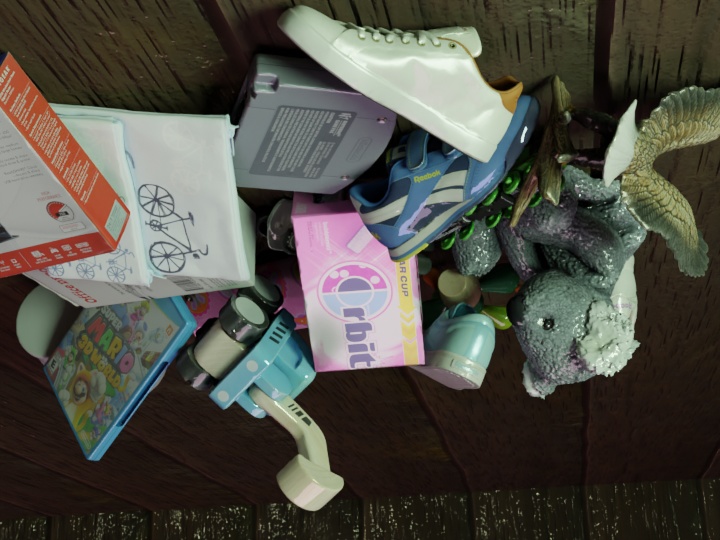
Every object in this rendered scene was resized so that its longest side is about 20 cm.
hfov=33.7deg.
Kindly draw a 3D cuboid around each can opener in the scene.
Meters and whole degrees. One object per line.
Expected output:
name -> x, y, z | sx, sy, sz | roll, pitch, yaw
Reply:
can opener -> -0.016, -0.037, 1.250 | 0.199, 0.054, 0.067 | 10, -170, -31

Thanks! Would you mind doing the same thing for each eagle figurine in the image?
eagle figurine -> 0.241, -0.093, 0.987 | 0.199, 0.151, 0.152 | 14, 143, -13

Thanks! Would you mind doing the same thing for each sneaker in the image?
sneaker -> 0.098, 0.077, 1.259 | 0.074, 0.082, 0.200 | 29, 171, -14
sneaker -> 0.070, -0.090, 1.026 | 0.082, 0.074, 0.200 | 44, 119, -9
sneaker -> 0.285, 0.047, 1.418 | 0.074, 0.100, 0.200 | -5, 162, 2
sneaker -> 0.034, -0.161, 0.886 | 0.199, 0.085, 0.073 | 25, -167, -27

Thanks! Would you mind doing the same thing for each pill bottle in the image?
pill bottle -> -0.324, 0.085, 1.445 | 0.113, 0.114, 0.200 | -8, 161, 16

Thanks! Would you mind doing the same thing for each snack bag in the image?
snack bag -> -0.196, -0.059, 1.027 | 0.199, 0.021, 0.189 | 5, 132, 8

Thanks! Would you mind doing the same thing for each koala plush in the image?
koala plush -> 0.206, 0.021, 1.183 | 0.183, 0.201, 0.177 | 8, 158, -27

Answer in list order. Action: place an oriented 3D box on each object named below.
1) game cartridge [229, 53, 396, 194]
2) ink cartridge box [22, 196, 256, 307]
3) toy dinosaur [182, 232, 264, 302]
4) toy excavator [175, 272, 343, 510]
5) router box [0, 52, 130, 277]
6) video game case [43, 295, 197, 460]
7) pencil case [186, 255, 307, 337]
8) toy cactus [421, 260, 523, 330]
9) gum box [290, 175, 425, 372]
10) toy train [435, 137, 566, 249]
game cartridge -> -0.044, -0.120, 1.010 | 0.133, 0.041, 0.200 | 7, 159, -15
ink cartridge box -> -0.220, -0.033, 1.161 | 0.199, 0.083, 0.147 | -8, 157, 17
toy dinosaur -> -0.190, 0.005, 1.302 | 0.199, 0.048, 0.088 | -15, -171, 35
toy excavator -> -0.084, 0.123, 1.195 | 0.200, 0.195, 0.100 | 42, 113, -5
router box -> -0.323, -0.074, 0.986 | 0.199, 0.049, 0.180 | -12, 133, 24
video game case -> -0.260, 0.082, 1.266 | 0.018, 0.143, 0.200 | 16, 119, -48
pencil case -> -0.102, 0.029, 1.360 | 0.199, 0.088, 0.087 | -9, 159, 21
toy cactus -> 0.119, 0.021, 1.325 | 0.199, 0.103, 0.165 | -16, 164, 12
gum box -> 0.000, 0.000, 1.172 | 0.113, 0.066, 0.201 | -4, 124, 4
toy train -> 0.123, -0.074, 1.124 | 0.042, 0.057, 0.200 | 26, 150, -25
